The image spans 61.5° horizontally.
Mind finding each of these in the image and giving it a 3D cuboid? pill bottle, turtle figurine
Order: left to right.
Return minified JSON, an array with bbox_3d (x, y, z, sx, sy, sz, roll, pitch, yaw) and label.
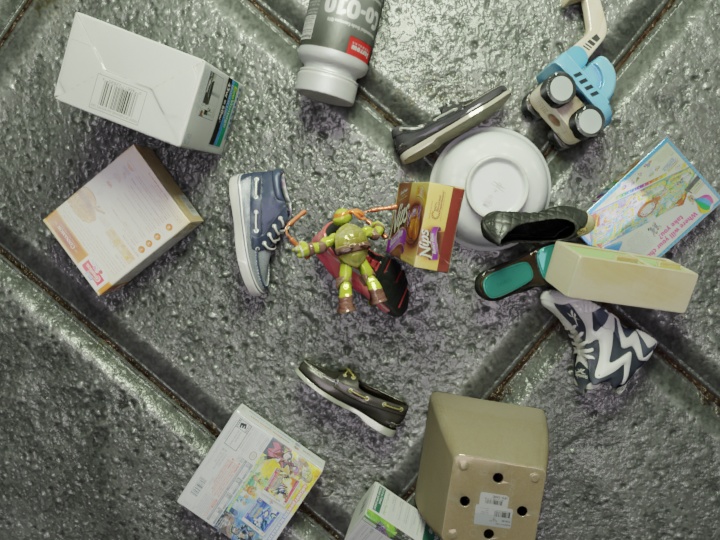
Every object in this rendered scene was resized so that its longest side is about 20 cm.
[{"bbox_3d":[-0.032,-0.365,0.930,0.112,0.114,0.203,14,96,3],"label":"pill bottle"},{"bbox_3d":[-0.005,-0.027,0.902,0.198,0.064,0.164,-15,90,-32],"label":"turtle figurine"}]

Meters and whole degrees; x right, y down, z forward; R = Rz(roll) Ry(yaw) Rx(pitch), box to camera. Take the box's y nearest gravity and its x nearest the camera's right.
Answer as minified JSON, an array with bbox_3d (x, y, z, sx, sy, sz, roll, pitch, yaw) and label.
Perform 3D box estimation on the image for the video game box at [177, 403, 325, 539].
[{"bbox_3d":[-0.187,0.364,1.046,0.181,0.047,0.201,35,97,2],"label":"video game box"}]

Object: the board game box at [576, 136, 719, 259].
[{"bbox_3d":[0.448,-0.090,0.962,0.200,0.034,0.135,-43,91,7],"label":"board game box"}]

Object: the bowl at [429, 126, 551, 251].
[{"bbox_3d":[0.207,-0.128,0.948,0.198,0.090,0.205,0,95,4],"label":"bowl"}]

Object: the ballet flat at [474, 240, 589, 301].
[{"bbox_3d":[0.271,-0.004,0.962,0.197,0.068,0.069,-13,94,-4],"label":"ballet flat"}]

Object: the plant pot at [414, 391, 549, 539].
[{"bbox_3d":[0.196,0.327,0.949,0.197,0.177,0.203,9,95,3],"label":"plant pot"}]

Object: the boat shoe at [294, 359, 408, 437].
[{"bbox_3d":[-0.014,0.198,1.007,0.200,0.072,0.061,33,93,-7],"label":"boat shoe"}]

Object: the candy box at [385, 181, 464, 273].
[{"bbox_3d":[0.091,-0.070,0.905,0.056,0.200,0.119,9,97,-11],"label":"candy box"}]

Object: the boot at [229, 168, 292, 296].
[{"bbox_3d":[-0.153,-0.063,0.988,0.089,0.073,0.203,-8,94,11],"label":"boot"}]

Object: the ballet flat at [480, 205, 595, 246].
[{"bbox_3d":[0.269,-0.058,0.906,0.197,0.057,0.067,-4,137,-19],"label":"ballet flat"}]

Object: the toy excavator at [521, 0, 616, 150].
[{"bbox_3d":[0.337,-0.317,0.929,0.200,0.100,0.195,-43,93,-6],"label":"toy excavator"}]

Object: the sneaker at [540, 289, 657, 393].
[{"bbox_3d":[0.356,0.123,0.965,0.197,0.079,0.131,28,88,-9],"label":"sneaker"}]

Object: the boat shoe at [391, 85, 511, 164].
[{"bbox_3d":[0.139,-0.244,0.952,0.198,0.073,0.063,-30,83,10],"label":"boat shoe"}]

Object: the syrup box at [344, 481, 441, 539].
[{"bbox_3d":[0.081,0.454,1.007,0.199,0.079,0.082,33,118,1],"label":"syrup box"}]

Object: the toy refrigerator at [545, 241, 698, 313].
[{"bbox_3d":[0.389,0.007,0.905,0.197,0.076,0.071,9,107,-12],"label":"toy refrigerator"}]

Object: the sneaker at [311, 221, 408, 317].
[{"bbox_3d":[0.000,0.000,0.994,0.200,0.086,0.074,45,58,-18],"label":"sneaker"}]

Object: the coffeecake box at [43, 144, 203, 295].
[{"bbox_3d":[-0.390,-0.082,1.004,0.199,0.073,0.154,-36,92,6],"label":"coffeecake box"}]

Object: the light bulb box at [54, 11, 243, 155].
[{"bbox_3d":[-0.307,-0.272,0.916,0.196,0.200,0.126,21,98,2],"label":"light bulb box"}]
